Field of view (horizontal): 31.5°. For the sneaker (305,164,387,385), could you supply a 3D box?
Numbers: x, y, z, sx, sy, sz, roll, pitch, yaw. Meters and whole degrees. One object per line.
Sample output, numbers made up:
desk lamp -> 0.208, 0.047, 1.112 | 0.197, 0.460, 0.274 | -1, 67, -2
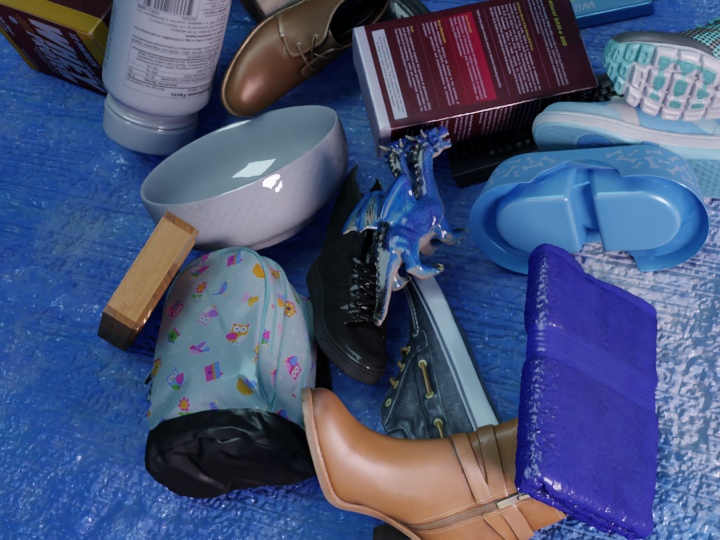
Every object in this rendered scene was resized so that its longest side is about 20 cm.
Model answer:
sneaker -> 0.003, 0.001, 1.110 | 0.104, 0.060, 0.200 | -54, 30, 21

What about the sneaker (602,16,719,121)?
sneaker -> 0.293, -0.174, 1.049 | 0.199, 0.078, 0.091 | 8, 54, -9

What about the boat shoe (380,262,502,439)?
boat shoe -> 0.052, 0.087, 1.066 | 0.091, 0.071, 0.201 | -25, 55, 6

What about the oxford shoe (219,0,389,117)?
oxford shoe -> -0.055, -0.219, 1.237 | 0.200, 0.071, 0.071 | -42, 32, 4

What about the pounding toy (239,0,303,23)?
pounding toy -> -0.054, -0.360, 1.315 | 0.200, 0.142, 0.184 | -36, 39, -2

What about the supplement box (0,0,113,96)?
supplement box -> -0.274, -0.313, 1.397 | 0.197, 0.133, 0.200 | 22, 70, 31

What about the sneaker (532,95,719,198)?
sneaker -> 0.254, -0.140, 1.107 | 0.199, 0.080, 0.131 | 12, 61, 3

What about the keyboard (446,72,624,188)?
keyboard -> 0.179, -0.118, 1.171 | 0.199, 0.021, 0.127 | -17, 56, 12

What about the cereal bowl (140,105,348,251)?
cereal bowl -> -0.100, -0.076, 1.195 | 0.199, 0.084, 0.200 | -17, 24, 8

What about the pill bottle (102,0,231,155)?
pill bottle -> -0.195, -0.224, 1.265 | 0.113, 0.200, 0.113 | 13, 31, -8

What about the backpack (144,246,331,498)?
backpack -> -0.103, 0.082, 1.097 | 0.166, 0.127, 0.201 | -9, 54, 20

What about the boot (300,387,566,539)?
boot -> 0.055, 0.146, 0.962 | 0.155, 0.200, 0.077 | -25, 17, 13

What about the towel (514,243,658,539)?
towel -> 0.171, 0.095, 0.980 | 0.049, 0.147, 0.201 | -24, 48, 44

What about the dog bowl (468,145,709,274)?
dog bowl -> 0.193, -0.053, 1.076 | 0.199, 0.112, 0.050 | -2, 46, 21

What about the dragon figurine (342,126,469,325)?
dragon figurine -> 0.027, -0.040, 1.055 | 0.059, 0.100, 0.200 | -23, 21, 49

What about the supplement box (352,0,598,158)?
supplement box -> 0.101, -0.179, 1.147 | 0.199, 0.061, 0.109 | -12, 70, -4

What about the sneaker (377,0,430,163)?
sneaker -> 0.043, -0.199, 1.233 | 0.077, 0.084, 0.201 | -14, 57, 13

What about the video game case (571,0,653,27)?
video game case -> 0.213, -0.325, 1.282 | 0.143, 0.018, 0.201 | -9, 58, 16

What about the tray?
tray -> -0.192, 0.015, 1.139 | 0.037, 0.200, 0.099 | 32, 76, -6
